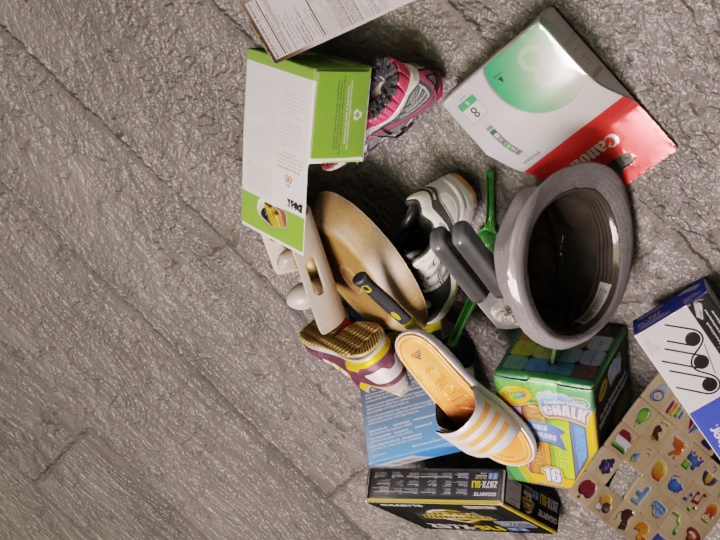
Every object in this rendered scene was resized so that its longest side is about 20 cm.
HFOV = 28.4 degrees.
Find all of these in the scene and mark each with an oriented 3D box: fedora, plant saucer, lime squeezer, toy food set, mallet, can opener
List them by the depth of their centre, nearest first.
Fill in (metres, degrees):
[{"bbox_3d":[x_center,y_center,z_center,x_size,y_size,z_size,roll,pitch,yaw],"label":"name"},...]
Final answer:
[{"bbox_3d":[0.204,-0.021,1.515,0.090,0.176,0.202,19,124,54],"label":"fedora"},{"bbox_3d":[0.139,-0.001,1.575,0.053,0.067,0.200,-14,140,25],"label":"can opener"},{"bbox_3d":[0.047,0.063,1.606,0.066,0.041,0.199,-27,133,33],"label":"mallet"},{"bbox_3d":[0.134,-0.016,1.617,0.038,0.070,0.202,21,102,41],"label":"lime squeezer"},{"bbox_3d":[0.000,0.000,1.662,0.200,0.035,0.201,46,162,19],"label":"plant saucer"},{"bbox_3d":[-0.087,-0.024,1.685,0.200,0.060,0.145,45,156,61],"label":"toy food set"}]

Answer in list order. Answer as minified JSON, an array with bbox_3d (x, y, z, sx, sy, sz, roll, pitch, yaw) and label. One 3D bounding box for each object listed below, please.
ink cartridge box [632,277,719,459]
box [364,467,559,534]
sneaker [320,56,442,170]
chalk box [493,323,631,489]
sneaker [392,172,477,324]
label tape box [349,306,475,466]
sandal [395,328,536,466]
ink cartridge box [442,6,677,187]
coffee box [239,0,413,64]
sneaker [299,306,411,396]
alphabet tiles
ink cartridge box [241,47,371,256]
[{"bbox_3d":[0.388,0.116,1.545,0.094,0.044,0.201,-32,103,18],"label":"ink cartridge box"},{"bbox_3d":[0.130,0.290,1.791,0.198,0.050,0.159,-4,158,33],"label":"box"},{"bbox_3d":[0.014,-0.165,1.577,0.200,0.074,0.082,-30,62,53],"label":"sneaker"},{"bbox_3d":[0.231,0.133,1.621,0.123,0.125,0.202,6,124,28],"label":"chalk box"},{"bbox_3d":[0.068,-0.019,1.625,0.076,0.087,0.202,38,135,35],"label":"sneaker"},{"bbox_3d":[0.067,0.128,1.741,0.143,0.063,0.202,-19,70,40],"label":"label tape box"},{"bbox_3d":[0.106,0.157,1.587,0.207,0.059,0.079,44,134,-6],"label":"sandal"},{"bbox_3d":[0.205,-0.152,1.484,0.200,0.050,0.161,48,134,-5],"label":"ink cartridge box"},{"bbox_3d":[-0.012,-0.301,1.464,0.199,0.114,0.080,-17,112,40],"label":"coffee box"},{"bbox_3d":[-0.007,0.104,1.723,0.090,0.075,0.200,55,169,-21],"label":"sneaker"},{"bbox_3d":[0.346,0.234,1.609,0.200,0.168,0.008,38,179,-28],"label":"alphabet tiles"},{"bbox_3d":[-0.065,-0.135,1.562,0.147,0.075,0.202,27,117,52],"label":"ink cartridge box"}]
